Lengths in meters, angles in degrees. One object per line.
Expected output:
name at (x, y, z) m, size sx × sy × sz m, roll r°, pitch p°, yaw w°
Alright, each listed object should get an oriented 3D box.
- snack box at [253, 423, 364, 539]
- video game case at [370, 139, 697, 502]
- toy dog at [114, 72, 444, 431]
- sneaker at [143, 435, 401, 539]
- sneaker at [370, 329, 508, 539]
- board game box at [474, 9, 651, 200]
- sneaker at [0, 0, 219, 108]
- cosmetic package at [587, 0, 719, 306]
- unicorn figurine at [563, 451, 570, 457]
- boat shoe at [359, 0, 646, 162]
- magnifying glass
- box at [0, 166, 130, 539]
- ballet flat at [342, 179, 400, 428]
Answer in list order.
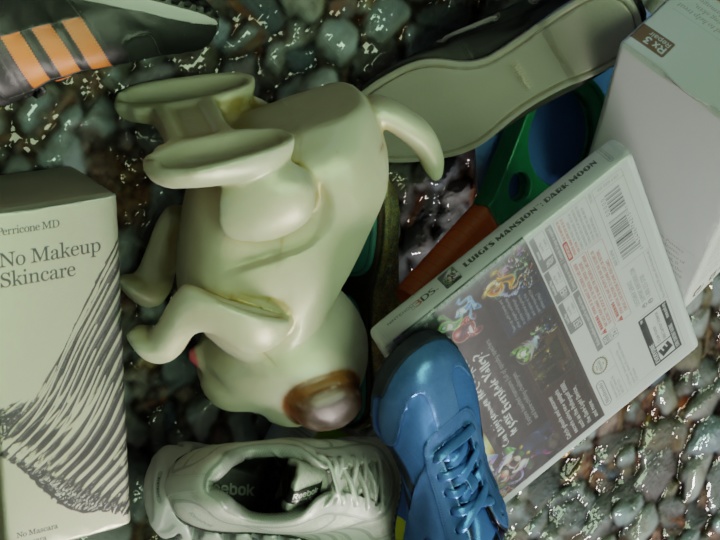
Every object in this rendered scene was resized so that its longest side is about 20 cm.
snack box at (-0.035, 0.204, 1.065) m, size 0.142 × 0.053 × 0.201 m, roll 30°, pitch 87°, yaw -37°
video game case at (0.113, 0.041, 0.982) m, size 0.181 × 0.023 × 0.200 m, roll -38°, pitch 138°, yaw -7°
toy dog at (-0.050, -0.005, 0.931) m, size 0.193 × 0.140 × 0.201 m, roll -14°, pitch 119°, yaw -22°
sneaker at (-0.025, 0.131, 0.961) m, size 0.199 × 0.081 × 0.076 m, roll 1°, pitch 74°, yaw -29°
sneaker at (0.056, 0.120, 0.925) m, size 0.066 × 0.078 × 0.201 m, roll -28°, pitch 134°, yaw -22°
board game box at (0.140, -0.094, 1.096) m, size 0.199 × 0.039 × 0.159 m, roll -24°, pitch 114°, yaw -33°
sneaker at (-0.173, -0.125, 0.856) m, size 0.199 × 0.070 × 0.090 m, roll 3°, pitch 119°, yaw -35°
cosmetic package at (0.200, -0.071, 0.996) m, size 0.074 × 0.102 × 0.200 m, roll -42°, pitch 161°, yaw -24°
unicorn figurine at (0.089, 0.088, 1.106) m, size 0.200 × 0.073 × 0.138 m, roll -43°, pitch 131°, yaw -40°
boat shoe at (0.083, -0.123, 0.996) m, size 0.199 × 0.057 × 0.067 m, roll -22°, pitch 106°, yaw 17°
magnifying glass at (0.092, -0.048, 1.029) m, size 0.200 × 0.022 × 0.080 m, roll -48°, pitch 126°, yaw -23°
box at (-0.180, 0.049, 0.901) m, size 0.082 × 0.068 × 0.201 m, roll -12°, pitch 113°, yaw -29°
ballet flat at (0.000, 0.000, 1.019) m, size 0.070 × 0.071 × 0.201 m, roll -13°, pitch 112°, yaw -31°
